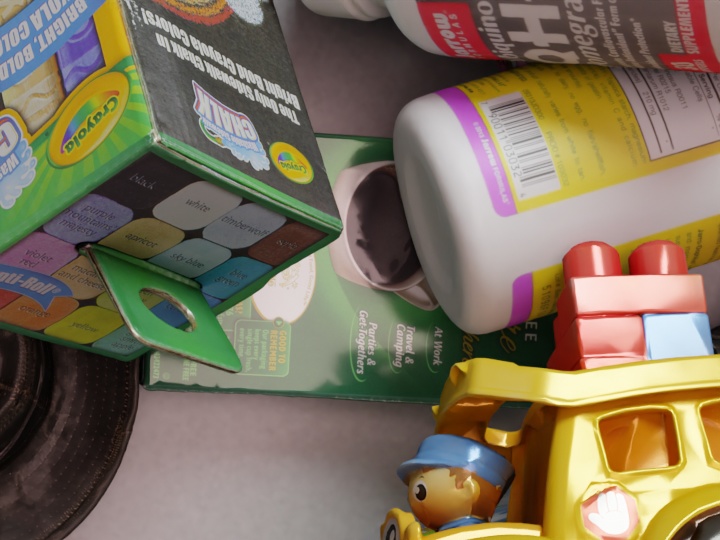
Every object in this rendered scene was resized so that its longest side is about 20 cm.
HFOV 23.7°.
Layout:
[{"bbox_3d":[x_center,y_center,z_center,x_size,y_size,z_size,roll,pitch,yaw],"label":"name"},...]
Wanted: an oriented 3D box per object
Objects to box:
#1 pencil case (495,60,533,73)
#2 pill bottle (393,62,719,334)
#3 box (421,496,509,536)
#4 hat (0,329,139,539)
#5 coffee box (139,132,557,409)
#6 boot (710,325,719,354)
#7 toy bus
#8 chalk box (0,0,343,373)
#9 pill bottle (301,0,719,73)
[{"bbox_3d":[0.162,-0.130,0.811,0.199,0.087,0.083,-13,62,-12],"label":"pencil case"},{"bbox_3d":[0.122,-0.048,0.735,0.199,0.104,0.105,-17,89,-9],"label":"pill bottle"},{"bbox_3d":[0.019,0.175,0.742,0.199,0.112,0.102,-18,88,-14],"label":"box"},{"bbox_3d":[-0.193,0.037,0.719,0.199,0.081,0.202,0,82,-2],"label":"hat"},{"bbox_3d":[0.000,0.000,0.788,0.199,0.044,0.124,2,86,-10],"label":"coffee box"},{"bbox_3d":[0.200,0.013,0.807,0.200,0.069,0.175,36,78,-29],"label":"boot"},{"bbox_3d":[0.082,0.085,0.651,0.199,0.136,0.193,-5,70,-9],"label":"toy bus"},{"bbox_3d":[-0.099,-0.047,0.678,0.124,0.125,0.201,-30,60,24],"label":"chalk box"},{"bbox_3d":[0.073,-0.139,0.688,0.199,0.111,0.111,7,83,28],"label":"pill bottle"}]
